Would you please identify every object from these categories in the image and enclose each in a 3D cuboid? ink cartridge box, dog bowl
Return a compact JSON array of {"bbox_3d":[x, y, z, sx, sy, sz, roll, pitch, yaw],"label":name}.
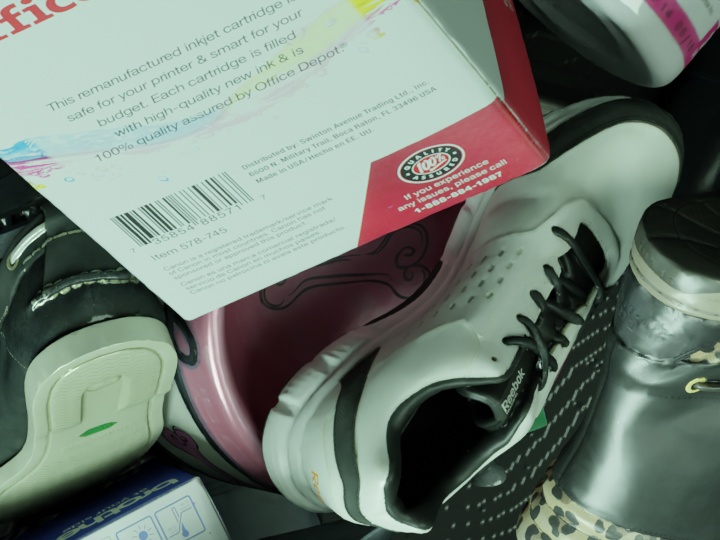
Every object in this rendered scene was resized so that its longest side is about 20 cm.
[{"bbox_3d":[-0.053,-0.108,0.929,0.145,0.145,0.200,-22,146,16],"label":"ink cartridge box"},{"bbox_3d":[-0.148,0.137,1.092,0.200,0.094,0.044,-27,97,-13],"label":"ink cartridge box"},{"bbox_3d":[0.000,0.000,1.107,0.200,0.074,0.201,-10,111,-27],"label":"dog bowl"}]

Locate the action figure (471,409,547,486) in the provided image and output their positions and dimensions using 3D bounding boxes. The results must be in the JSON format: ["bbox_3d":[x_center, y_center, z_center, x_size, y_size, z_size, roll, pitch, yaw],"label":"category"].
[{"bbox_3d":[0.014,0.005,1.192,0.118,0.055,0.200,-24,119,-20],"label":"action figure"}]

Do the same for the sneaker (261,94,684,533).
[{"bbox_3d":[0.056,0.020,1.056,0.200,0.080,0.074,-49,120,-10],"label":"sneaker"}]

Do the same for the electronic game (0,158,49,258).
[{"bbox_3d":[-0.144,-0.093,1.039,0.200,0.042,0.201,-20,122,-36],"label":"electronic game"}]

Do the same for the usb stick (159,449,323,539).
[{"bbox_3d":[-0.062,0.043,1.164,0.055,0.033,0.200,-19,122,-4],"label":"usb stick"}]

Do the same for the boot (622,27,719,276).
[{"bbox_3d":[0.205,-0.047,1.277,0.200,0.076,0.169,18,97,-32],"label":"boot"}]

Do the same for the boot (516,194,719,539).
[{"bbox_3d":[0.160,0.051,1.099,0.200,0.073,0.151,3,124,-36],"label":"boot"}]

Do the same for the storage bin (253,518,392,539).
[{"bbox_3d":[-0.053,0.190,1.097,0.145,0.200,0.135,-30,96,-39],"label":"storage bin"}]

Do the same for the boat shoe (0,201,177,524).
[{"bbox_3d":[-0.113,0.040,1.068,0.072,0.068,0.200,-18,161,-22],"label":"boat shoe"}]

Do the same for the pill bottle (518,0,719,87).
[{"bbox_3d":[0.141,-0.181,1.148,0.200,0.113,0.113,-49,130,-5],"label":"pill bottle"}]
